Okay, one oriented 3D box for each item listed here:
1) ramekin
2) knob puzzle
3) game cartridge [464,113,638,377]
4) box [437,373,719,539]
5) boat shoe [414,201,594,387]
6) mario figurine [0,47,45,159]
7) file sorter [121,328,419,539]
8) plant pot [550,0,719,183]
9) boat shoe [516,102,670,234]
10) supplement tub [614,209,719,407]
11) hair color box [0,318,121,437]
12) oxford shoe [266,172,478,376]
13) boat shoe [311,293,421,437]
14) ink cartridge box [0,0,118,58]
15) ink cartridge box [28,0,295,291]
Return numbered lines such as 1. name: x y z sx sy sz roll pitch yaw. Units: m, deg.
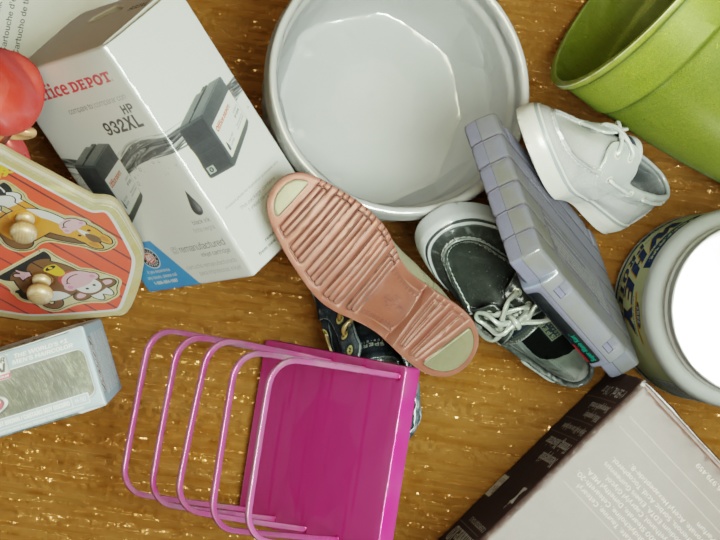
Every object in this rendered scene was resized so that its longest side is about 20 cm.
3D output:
1. ramekin: 0.018 -0.130 1.702 0.199 0.105 0.202 2 81 -13
2. knob puzzle: -0.247 -0.005 1.672 0.218 0.220 0.031 3 57 -3
3. game cartridge: 0.139 -0.013 1.642 0.038 0.200 0.130 -22 55 17
4. box: 0.183 0.204 1.693 0.200 0.166 0.164 -43 92 -3
5. boat shoe: 0.112 0.024 1.687 0.073 0.068 0.199 -32 133 11
6. mario figurine: -0.295 -0.094 1.646 0.123 0.200 0.107 9 71 -14
7. file sorter: -0.072 0.122 1.646 0.125 0.200 0.140 10 89 -32
8. plant pot: 0.279 -0.152 1.701 0.193 0.200 0.201 41 88 -13
9. boat shoe: 0.177 -0.080 1.681 0.068 0.200 0.072 -24 59 18
10. supplement tub: 0.271 0.028 1.682 0.144 0.200 0.146 0 89 -3
11. hair color box: -0.233 0.078 1.654 0.098 0.200 0.061 -17 91 -3
12. oxford shoe: 0.000 0.000 1.648 0.071 0.074 0.200 -43 113 1
13. boat shoe: 0.005 0.036 1.722 0.070 0.091 0.202 -18 90 -3
14. ink cartridge box: -0.240 -0.243 1.737 0.198 0.043 0.198 11 89 -4
15. ink cartridge box: -0.145 -0.093 1.655 0.084 0.145 0.201 -44 111 -32
